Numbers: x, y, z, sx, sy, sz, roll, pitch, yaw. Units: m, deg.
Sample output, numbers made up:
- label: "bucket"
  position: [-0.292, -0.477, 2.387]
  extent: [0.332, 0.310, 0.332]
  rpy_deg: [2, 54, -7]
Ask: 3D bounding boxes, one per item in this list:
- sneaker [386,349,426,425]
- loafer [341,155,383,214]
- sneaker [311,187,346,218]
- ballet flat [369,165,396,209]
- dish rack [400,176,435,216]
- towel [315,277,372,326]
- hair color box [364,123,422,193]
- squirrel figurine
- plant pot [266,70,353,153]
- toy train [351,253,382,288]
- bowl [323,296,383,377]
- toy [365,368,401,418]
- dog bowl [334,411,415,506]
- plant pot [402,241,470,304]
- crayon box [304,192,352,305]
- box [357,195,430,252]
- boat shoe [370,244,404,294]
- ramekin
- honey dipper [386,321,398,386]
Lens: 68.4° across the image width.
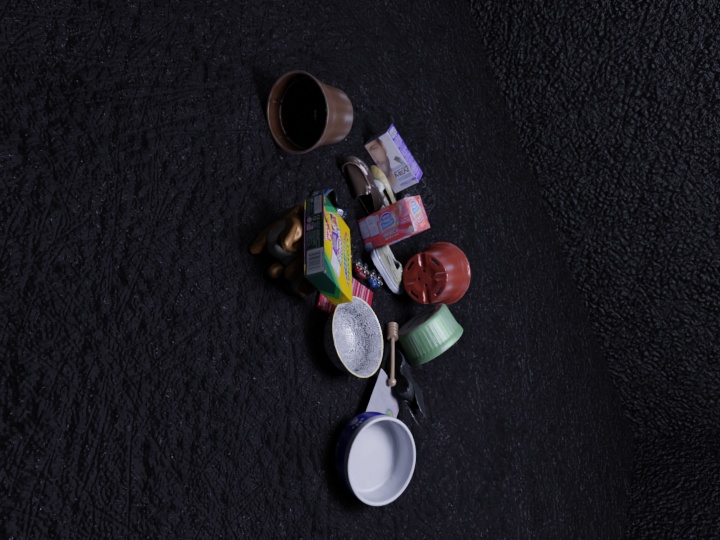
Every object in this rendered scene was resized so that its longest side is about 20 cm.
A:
- label: "sneaker"
  position: [0.133, 0.329, 1.511]
  extent: [0.105, 0.059, 0.202]
  rpy_deg: [52, 12, -33]
- label: "loafer"
  position: [0.006, -0.259, 1.629]
  extent: [0.202, 0.071, 0.072]
  rpy_deg: [51, 40, -24]
- label: "sneaker"
  position: [-0.084, -0.132, 1.445]
  extent: [0.077, 0.087, 0.209]
  rpy_deg: [5, 71, -49]
- label: "ballet flat"
  position: [0.073, -0.240, 1.714]
  extent: [0.205, 0.069, 0.071]
  rpy_deg: [62, 38, -15]
- label: "dish rack"
  position: [0.201, -0.253, 1.898]
  extent: [0.155, 0.053, 0.203]
  rpy_deg: [51, 43, -23]
- label: "towel"
  position: [-0.040, 0.082, 1.464]
  extent: [0.198, 0.022, 0.149]
  rpy_deg: [37, 50, -35]
- label: "hair color box"
  position: [0.112, -0.374, 1.787]
  extent: [0.202, 0.107, 0.066]
  rpy_deg: [54, 42, -21]
- label: "squirrel figurine"
  position: [-0.144, -0.045, 1.296]
  extent: [0.189, 0.138, 0.203]
  rpy_deg: [55, 42, -30]
- label: "plant pot"
  position: [-0.123, -0.428, 1.451]
  extent: [0.197, 0.195, 0.207]
  rpy_deg: [-24, 93, -60]
- label: "toy train"
  position: [0.000, 0.000, 1.541]
  extent: [0.198, 0.033, 0.047]
  rpy_deg: [36, 51, -38]
- label: "bowl"
  position: [-0.036, 0.179, 1.368]
  extent: [0.198, 0.092, 0.209]
  rpy_deg: [26, 55, -44]
- label: "toy"
  position: [0.046, 0.382, 1.423]
  extent: [0.117, 0.046, 0.203]
  rpy_deg: [55, 34, -23]
- label: "dog bowl"
  position: [0.036, 0.454, 1.291]
  extent: [0.193, 0.078, 0.210]
  rpy_deg: [1, 88, -30]
- label: "plant pot"
  position: [0.229, 0.016, 1.663]
  extent: [0.194, 0.195, 0.209]
  rpy_deg: [-8, 80, -64]
- label: "crayon box"
  position: [-0.074, -0.047, 1.263]
  extent: [0.173, 0.056, 0.208]
  rpy_deg: [48, 35, -58]
- label: "box"
  position: [0.097, -0.138, 1.589]
  extent: [0.093, 0.196, 0.106]
  rpy_deg: [-16, 85, -50]
- label: "boat shoe"
  position: [0.098, 0.002, 1.616]
  extent: [0.201, 0.060, 0.074]
  rpy_deg: [51, 23, -43]
- label: "ramekin"
  position: [0.202, 0.187, 1.595]
  extent: [0.100, 0.197, 0.199]
  rpy_deg: [57, 38, -3]
- label: "honey dipper"
  position: [0.091, 0.242, 1.523]
  extent: [0.038, 0.037, 0.205]
  rpy_deg: [40, 37, -34]
